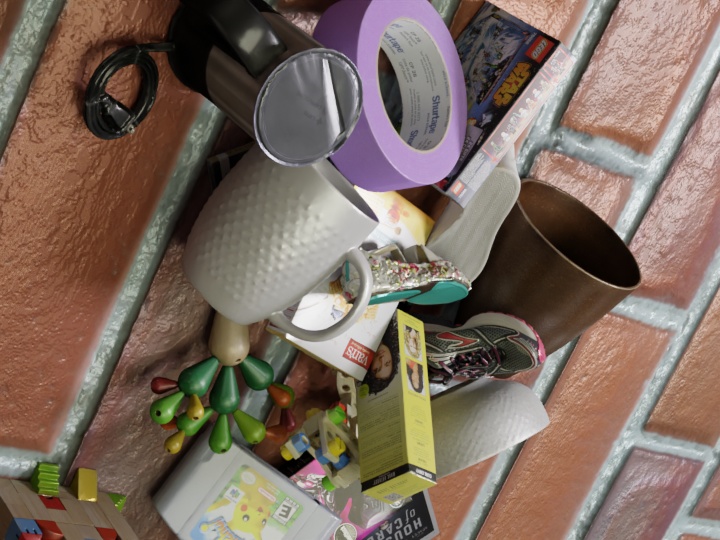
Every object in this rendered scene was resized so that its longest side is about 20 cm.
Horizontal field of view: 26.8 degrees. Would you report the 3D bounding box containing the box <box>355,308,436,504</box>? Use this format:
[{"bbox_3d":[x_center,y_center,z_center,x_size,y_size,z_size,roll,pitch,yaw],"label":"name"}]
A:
[{"bbox_3d":[0.036,0.149,1.669,0.075,0.202,0.050,-29,141,34],"label":"box"}]

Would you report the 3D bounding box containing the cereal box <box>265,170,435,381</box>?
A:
[{"bbox_3d":[-0.008,0.004,1.648,0.144,0.039,0.202,32,79,-46],"label":"cereal box"}]

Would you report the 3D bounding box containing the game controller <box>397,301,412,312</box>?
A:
[{"bbox_3d":[0.000,0.000,1.706,0.199,0.042,0.105,2,117,-46],"label":"game controller"}]

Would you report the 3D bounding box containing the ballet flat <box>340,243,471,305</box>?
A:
[{"bbox_3d":[0.051,0.002,1.636,0.075,0.065,0.199,-24,166,35],"label":"ballet flat"}]

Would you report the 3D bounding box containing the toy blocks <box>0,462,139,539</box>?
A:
[{"bbox_3d":[-0.314,0.285,1.600,0.199,0.137,0.101,16,107,-40],"label":"toy blocks"}]

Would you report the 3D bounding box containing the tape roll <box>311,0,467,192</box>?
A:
[{"bbox_3d":[0.030,-0.183,1.539,0.199,0.065,0.203,16,70,-52],"label":"tape roll"}]

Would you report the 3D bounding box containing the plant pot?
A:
[{"bbox_3d":[0.202,0.027,1.809,0.186,0.188,0.201,13,125,-40],"label":"plant pot"}]

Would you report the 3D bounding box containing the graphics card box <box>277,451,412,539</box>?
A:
[{"bbox_3d":[-0.049,0.281,1.821,0.199,0.051,0.126,-34,106,-15],"label":"graphics card box"}]

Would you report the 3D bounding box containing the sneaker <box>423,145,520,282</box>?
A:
[{"bbox_3d":[0.122,-0.066,1.730,0.073,0.116,0.201,27,122,-13],"label":"sneaker"}]

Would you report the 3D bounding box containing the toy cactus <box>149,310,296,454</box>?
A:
[{"bbox_3d":[-0.149,0.117,1.666,0.198,0.102,0.167,1,97,-34],"label":"toy cactus"}]

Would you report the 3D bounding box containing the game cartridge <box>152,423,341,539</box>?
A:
[{"bbox_3d":[-0.134,0.285,1.745,0.199,0.040,0.134,38,93,-18],"label":"game cartridge"}]

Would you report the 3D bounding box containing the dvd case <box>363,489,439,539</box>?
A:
[{"bbox_3d":[0.019,0.306,1.933,0.149,0.025,0.201,-31,130,-17],"label":"dvd case"}]

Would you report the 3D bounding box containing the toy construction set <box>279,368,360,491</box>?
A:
[{"bbox_3d":[-0.022,0.166,1.728,0.092,0.201,0.131,-29,121,35],"label":"toy construction set"}]

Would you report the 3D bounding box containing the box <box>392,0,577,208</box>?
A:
[{"bbox_3d":[0.124,-0.181,1.632,0.201,0.137,0.040,-52,133,3],"label":"box"}]

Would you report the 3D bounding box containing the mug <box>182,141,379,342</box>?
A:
[{"bbox_3d":[-0.074,-0.019,1.531,0.175,0.200,0.148,-45,172,8],"label":"mug"}]

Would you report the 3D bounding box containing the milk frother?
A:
[{"bbox_3d":[-0.136,-0.165,1.419,0.180,0.188,0.201,28,99,-42],"label":"milk frother"}]

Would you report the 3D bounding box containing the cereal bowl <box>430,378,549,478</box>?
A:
[{"bbox_3d":[0.120,0.182,1.798,0.199,0.200,0.084,-24,88,-22],"label":"cereal bowl"}]

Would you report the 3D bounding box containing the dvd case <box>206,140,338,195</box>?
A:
[{"bbox_3d":[-0.068,-0.088,1.634,0.199,0.016,0.150,-24,130,-24],"label":"dvd case"}]

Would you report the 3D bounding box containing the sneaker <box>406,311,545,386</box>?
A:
[{"bbox_3d":[0.118,0.100,1.751,0.075,0.198,0.081,-61,141,-48],"label":"sneaker"}]
